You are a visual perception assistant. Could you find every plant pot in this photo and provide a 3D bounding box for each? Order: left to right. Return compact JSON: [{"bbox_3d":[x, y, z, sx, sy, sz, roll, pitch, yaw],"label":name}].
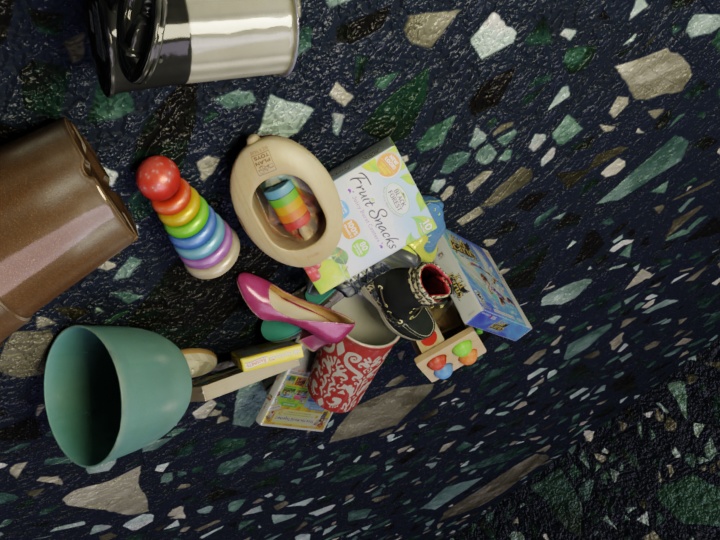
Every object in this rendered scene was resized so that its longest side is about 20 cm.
[{"bbox_3d":[-0.361,-0.050,0.879,0.196,0.201,0.201,-31,152,-8],"label":"plant pot"},{"bbox_3d":[-0.353,0.178,1.235,0.201,0.202,0.160,-44,156,30],"label":"plant pot"}]

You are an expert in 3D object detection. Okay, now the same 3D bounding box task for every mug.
[{"bbox_3d":[-0.003,0.152,1.500,0.175,0.134,0.202,-10,139,-36],"label":"mug"}]

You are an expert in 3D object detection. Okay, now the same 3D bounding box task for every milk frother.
[{"bbox_3d":[-0.143,-0.226,0.749,0.185,0.202,0.182,-13,144,-23],"label":"milk frother"}]

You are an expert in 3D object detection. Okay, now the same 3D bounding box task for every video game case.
[{"bbox_3d":[-0.097,0.226,1.602,0.199,0.023,0.184,21,99,-53],"label":"video game case"},{"bbox_3d":[0.205,0.023,1.437,0.045,0.183,0.199,-39,149,21],"label":"video game case"}]

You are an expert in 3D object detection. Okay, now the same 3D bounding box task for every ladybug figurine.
[{"bbox_3d":[-0.097,-0.097,1.072,0.134,0.072,0.202,-19,124,7],"label":"ladybug figurine"}]

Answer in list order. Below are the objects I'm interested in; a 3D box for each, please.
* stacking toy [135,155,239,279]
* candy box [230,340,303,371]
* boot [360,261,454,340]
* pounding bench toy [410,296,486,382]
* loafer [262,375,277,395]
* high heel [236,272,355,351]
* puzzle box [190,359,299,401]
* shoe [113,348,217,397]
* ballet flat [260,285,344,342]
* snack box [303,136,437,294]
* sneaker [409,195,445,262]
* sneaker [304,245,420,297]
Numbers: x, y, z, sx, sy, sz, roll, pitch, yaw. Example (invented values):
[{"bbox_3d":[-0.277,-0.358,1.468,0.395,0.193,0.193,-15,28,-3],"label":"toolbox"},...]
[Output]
[{"bbox_3d":[-0.230,-0.073,1.054,0.084,0.086,0.201,-26,144,1],"label":"stacking toy"},{"bbox_3d":[-0.162,0.141,1.384,0.101,0.027,0.200,-15,-179,-14],"label":"candy box"},{"bbox_3d":[0.096,0.053,1.348,0.152,0.074,0.204,0,143,47],"label":"boot"},{"bbox_3d":[0.182,0.098,1.562,0.198,0.158,0.124,-30,150,7],"label":"pounding bench toy"},{"bbox_3d":[-0.115,0.253,1.667,0.072,0.064,0.198,-42,147,27],"label":"loafer"},{"bbox_3d":[-0.102,0.054,1.297,0.095,0.068,0.200,-31,118,30],"label":"high heel"},{"bbox_3d":[-0.218,0.184,1.410,0.198,0.026,0.132,-17,-177,-41],"label":"puzzle box"},{"bbox_3d":[-0.333,0.179,1.384,0.197,0.054,0.070,-8,146,-30],"label":"shoe"},{"bbox_3d":[-0.082,0.057,1.383,0.200,0.073,0.072,-39,148,24],"label":"ballet flat"},{"bbox_3d":[-0.009,-0.077,1.172,0.198,0.053,0.143,-29,116,5],"label":"snack box"},{"bbox_3d":[0.068,-0.089,1.285,0.106,0.075,0.200,-57,138,-4],"label":"sneaker"},{"bbox_3d":[0.000,0.000,1.262,0.197,0.082,0.074,-6,156,24],"label":"sneaker"}]
